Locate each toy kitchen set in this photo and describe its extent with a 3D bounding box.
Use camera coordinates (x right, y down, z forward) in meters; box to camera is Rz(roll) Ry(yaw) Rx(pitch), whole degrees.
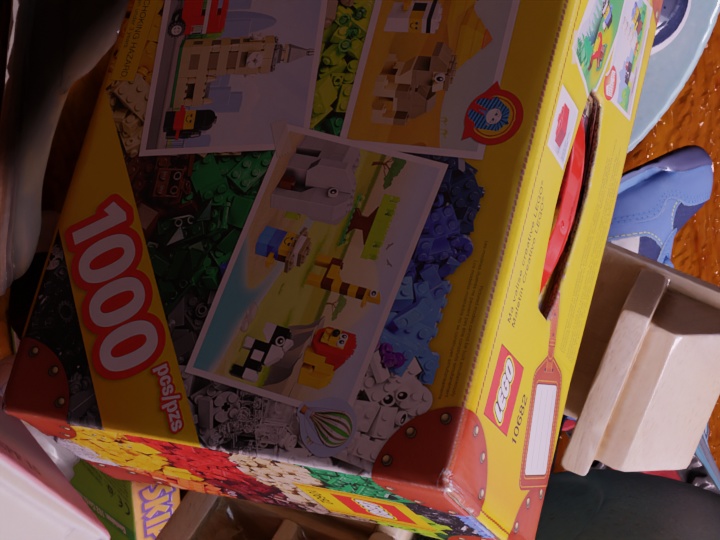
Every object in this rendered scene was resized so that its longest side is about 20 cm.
[{"bbox_3d":[0.032,0.053,0.768,0.181,0.162,0.201,-55,165,-62],"label":"toy kitchen set"}]

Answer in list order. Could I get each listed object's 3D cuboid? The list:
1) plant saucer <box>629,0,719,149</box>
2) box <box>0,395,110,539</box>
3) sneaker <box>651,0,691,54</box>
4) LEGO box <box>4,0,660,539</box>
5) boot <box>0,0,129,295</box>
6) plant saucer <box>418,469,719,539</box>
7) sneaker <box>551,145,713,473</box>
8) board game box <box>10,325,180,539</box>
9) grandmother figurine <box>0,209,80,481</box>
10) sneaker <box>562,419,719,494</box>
[{"bbox_3d":[0.064,-0.120,0.916,0.200,0.039,0.202,-19,126,-27],"label":"plant saucer"},{"bbox_3d":[-0.193,0.042,0.716,0.109,0.200,0.128,-46,140,0],"label":"box"},{"bbox_3d":[0.045,-0.141,0.776,0.200,0.108,0.070,36,82,-12],"label":"sneaker"},{"bbox_3d":[-0.003,-0.028,0.698,0.077,0.148,0.201,46,55,-60],"label":"LEGO box"},{"bbox_3d":[-0.100,-0.084,0.795,0.097,0.075,0.201,-14,128,-29],"label":"boot"},{"bbox_3d":[0.053,0.121,0.874,0.200,0.201,0.039,-30,102,-19],"label":"plant saucer"},{"bbox_3d":[0.098,0.019,0.997,0.200,0.082,0.074,-42,-178,-31],"label":"sneaker"},{"bbox_3d":[-0.104,0.115,0.931,0.030,0.096,0.201,-21,133,-28],"label":"board game box"},{"bbox_3d":[-0.088,-0.001,0.835,0.061,0.121,0.201,45,67,-33],"label":"grandmother figurine"},{"bbox_3d":[0.148,0.091,1.084,0.095,0.079,0.201,-14,89,-63],"label":"sneaker"}]
